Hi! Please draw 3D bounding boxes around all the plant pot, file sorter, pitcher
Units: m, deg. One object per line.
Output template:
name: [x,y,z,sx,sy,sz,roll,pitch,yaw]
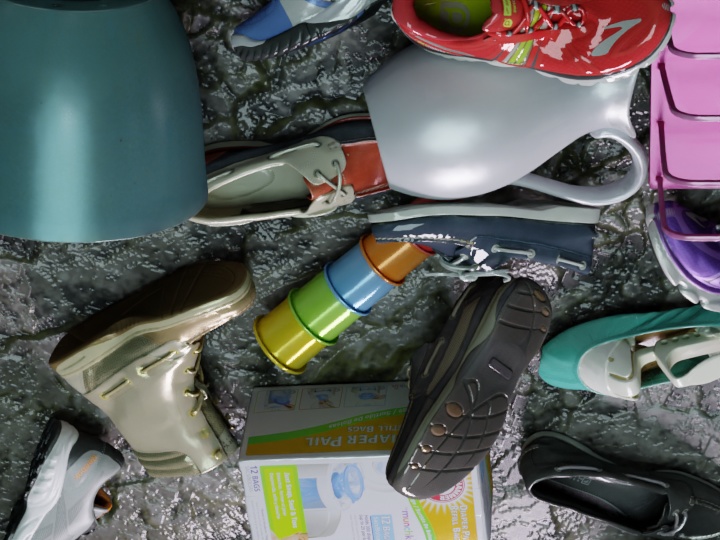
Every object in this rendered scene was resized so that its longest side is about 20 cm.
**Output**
plant pot: [-0.209,-0.133,1.541,0.200,0.201,0.161,4,113,3]
file sorter: [0.281,-0.131,1.514,0.139,0.125,0.200,0,116,5]
pitcher: [0.113,-0.104,1.573,0.200,0.121,0.172,-14,124,1]

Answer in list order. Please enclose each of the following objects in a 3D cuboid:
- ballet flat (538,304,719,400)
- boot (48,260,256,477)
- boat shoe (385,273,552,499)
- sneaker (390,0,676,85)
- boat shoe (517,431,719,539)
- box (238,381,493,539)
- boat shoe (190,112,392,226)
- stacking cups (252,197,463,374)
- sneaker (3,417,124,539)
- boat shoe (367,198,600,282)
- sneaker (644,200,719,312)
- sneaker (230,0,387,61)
ballet flat: [0.237,0.068,1.698,0.200,0.070,0.067,-14,121,15]
boot: [-0.138,0.086,1.740,0.200,0.073,0.155,-26,114,24]
boat shoe: [0.078,0.091,1.682,0.074,0.073,0.200,42,76,-38]
sneaker: [0.115,-0.171,1.452,0.200,0.085,0.077,3,88,20]
boat shoe: [0.226,0.197,1.792,0.200,0.057,0.067,19,123,-7]
box: [0.008,0.166,1.765,0.200,0.101,0.113,-2,124,7]
boat shoe: [-0.042,-0.073,1.636,0.200,0.063,0.071,-7,121,8]
stacking cups: [0.000,0.000,1.688,0.060,0.061,0.200,39,114,-19]
sneaker: [-0.267,0.222,1.848,0.079,0.074,0.200,19,123,-13]
boat shoe: [0.095,-0.023,1.610,0.200,0.075,0.062,-1,97,-34]
sneaker: [0.308,-0.010,1.636,0.200,0.081,0.083,25,130,-21]
sneaker: [-0.016,-0.218,1.543,0.200,0.076,0.077,-29,93,22]
